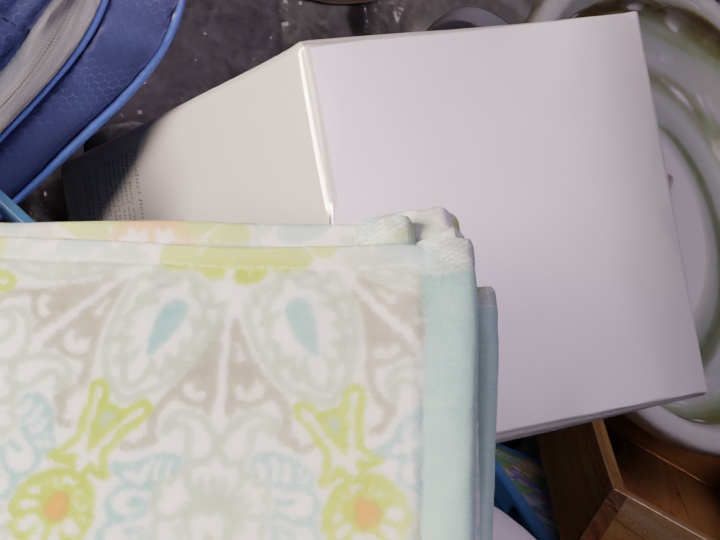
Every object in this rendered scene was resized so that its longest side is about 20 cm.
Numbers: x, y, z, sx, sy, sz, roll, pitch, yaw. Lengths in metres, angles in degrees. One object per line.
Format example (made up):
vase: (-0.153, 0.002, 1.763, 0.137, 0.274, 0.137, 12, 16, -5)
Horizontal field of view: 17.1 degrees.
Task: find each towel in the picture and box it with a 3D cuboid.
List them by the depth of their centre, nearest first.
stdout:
towel: (-0.051, 0.079, 0.608, 0.170, 0.048, 0.201, -1, 67, 6)

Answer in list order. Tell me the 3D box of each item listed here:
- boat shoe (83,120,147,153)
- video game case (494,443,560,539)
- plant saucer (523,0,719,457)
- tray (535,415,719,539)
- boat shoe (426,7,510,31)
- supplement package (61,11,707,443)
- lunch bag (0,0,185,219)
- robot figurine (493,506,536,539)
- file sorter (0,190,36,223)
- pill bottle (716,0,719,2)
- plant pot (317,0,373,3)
boat shoe: (-0.015, -0.029, 0.919, 0.199, 0.072, 0.071, 2, 73, -37)
video game case: (0.124, 0.133, 0.859, 0.143, 0.018, 0.200, 25, 14, -26)
plant saucer: (0.113, -0.021, 0.948, 0.199, 0.050, 0.201, 19, 62, -40)
tray: (0.118, 0.086, 0.907, 0.098, 0.037, 0.200, 30, 13, -7)
boat shoe: (0.095, -0.033, 1.023, 0.200, 0.068, 0.057, 54, 42, -15)
supplement package: (0.000, 0.000, 0.770, 0.119, 0.200, 0.122, -8, 87, -27)
lunch bag: (-0.133, -0.102, 0.766, 0.132, 0.200, 0.137, 18, 55, -32)
robot figurine: (-0.006, 0.157, 0.694, 0.150, 0.201, 0.125, -7, 33, -44)
file sorter: (-0.154, 0.086, 0.704, 0.123, 0.138, 0.201, 44, 48, -19)
pill bottle: (0.142, -0.228, 1.119, 0.112, 0.112, 0.201, -35, 94, -44)
plant pot: (-0.027, -0.211, 1.029, 0.199, 0.027, 0.201, 19, 58, -33)
